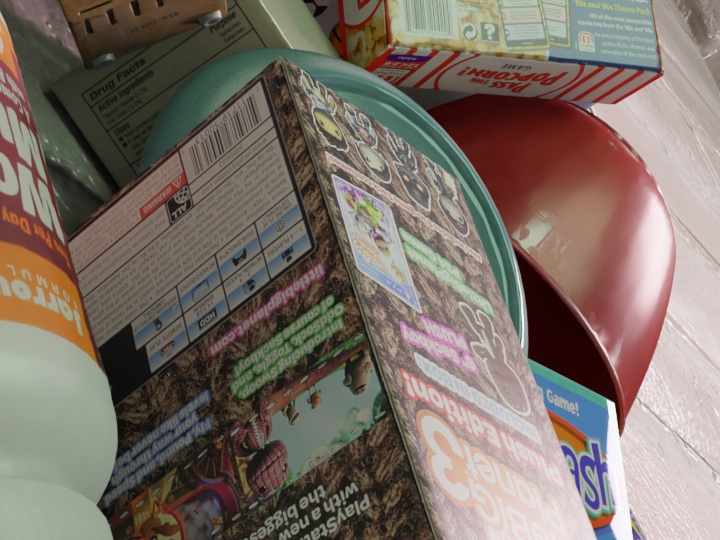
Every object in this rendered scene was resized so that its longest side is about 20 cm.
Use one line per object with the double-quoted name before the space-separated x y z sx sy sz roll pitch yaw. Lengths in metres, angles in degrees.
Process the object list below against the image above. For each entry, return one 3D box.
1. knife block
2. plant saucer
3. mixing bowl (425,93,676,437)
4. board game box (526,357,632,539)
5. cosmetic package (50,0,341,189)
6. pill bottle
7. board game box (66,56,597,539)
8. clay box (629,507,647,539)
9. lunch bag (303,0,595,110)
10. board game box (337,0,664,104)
"knife block" -0.112 -0.177 0.739 0.200 0.064 0.177 104 -37 -81
"plant saucer" 0.000 0.000 0.757 0.199 0.027 0.202 21 57 -36
"mixing bowl" 0.083 -0.017 0.964 0.200 0.108 0.201 38 -20 17
"board game box" 0.041 0.119 0.666 0.152 0.045 0.201 26 48 -41
"cosmetic package" -0.033 -0.030 0.847 0.201 0.103 0.073 57 16 -6
"pill bottle" -0.124 0.018 0.496 0.109 0.109 0.201 34 29 -53
"board game box" -0.028 0.070 0.573 0.097 0.159 0.201 30 32 -44
"clay box" 0.112 0.148 0.854 0.201 0.047 0.115 61 11 11
"lunch bag" 0.007 -0.134 1.021 0.200 0.170 0.124 37 22 -44
"board game box" 0.059 -0.185 0.910 0.150 0.046 0.202 3 74 -27
